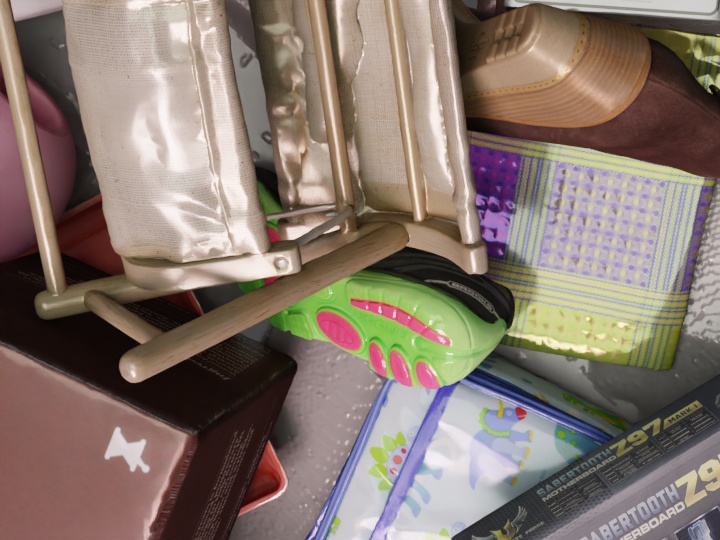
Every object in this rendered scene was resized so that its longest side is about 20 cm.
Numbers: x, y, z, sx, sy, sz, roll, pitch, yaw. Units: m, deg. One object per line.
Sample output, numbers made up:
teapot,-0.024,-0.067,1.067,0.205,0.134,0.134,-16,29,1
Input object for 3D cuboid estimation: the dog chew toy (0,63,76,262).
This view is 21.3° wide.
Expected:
dog chew toy,-0.251,-0.029,1.063,0.125,0.125,0.200,46,105,4

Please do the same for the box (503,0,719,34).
box,0.140,-0.227,0.982,0.116,0.060,0.200,7,92,12

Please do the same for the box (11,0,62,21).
box,-0.187,-0.233,1.009,0.199,0.131,0.200,-9,99,27

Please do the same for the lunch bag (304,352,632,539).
lunch bag,0.055,0.150,1.057,0.161,0.082,0.200,28,102,11

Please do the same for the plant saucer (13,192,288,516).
plant saucer,-0.165,0.076,1.120,0.200,0.037,0.200,-27,91,14

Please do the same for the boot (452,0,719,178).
boot,0.107,-0.080,0.980,0.166,0.200,0.072,24,82,-25

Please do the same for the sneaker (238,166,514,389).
sneaker,0.000,0.000,1.045,0.200,0.084,0.077,33,129,32

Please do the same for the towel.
towel,0.122,-0.052,1.043,0.143,0.023,0.200,10,101,11

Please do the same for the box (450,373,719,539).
box,0.166,0.157,0.991,0.200,0.051,0.158,-31,114,-5

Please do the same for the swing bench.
swing bench,-0.058,-0.081,0.899,0.200,0.130,0.199,-18,113,-25

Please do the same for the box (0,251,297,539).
box,-0.155,0.102,1.000,0.164,0.200,0.166,25,101,8
